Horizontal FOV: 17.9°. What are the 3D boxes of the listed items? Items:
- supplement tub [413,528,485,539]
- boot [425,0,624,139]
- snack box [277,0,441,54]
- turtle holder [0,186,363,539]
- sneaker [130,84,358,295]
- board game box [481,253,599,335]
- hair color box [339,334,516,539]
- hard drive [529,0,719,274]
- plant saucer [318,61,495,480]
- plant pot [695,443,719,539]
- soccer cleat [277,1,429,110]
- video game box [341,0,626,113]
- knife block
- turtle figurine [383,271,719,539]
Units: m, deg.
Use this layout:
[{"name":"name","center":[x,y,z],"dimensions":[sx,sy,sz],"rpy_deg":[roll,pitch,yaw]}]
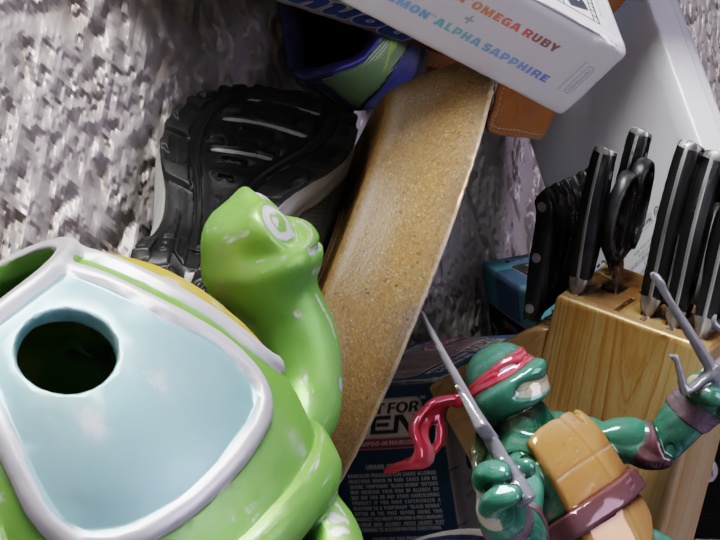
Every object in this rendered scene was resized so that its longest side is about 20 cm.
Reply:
[{"name":"supplement tub","center":[0.017,0.193,0.898],"dimensions":[0.200,0.145,0.145],"rpy_deg":[-20,104,-63]},{"name":"boot","center":[0.108,-0.132,1.080],"dimensions":[0.077,0.200,0.156],"rpy_deg":[-129,-132,-62]},{"name":"snack box","center":[-0.011,-0.143,0.951],"dimensions":[0.200,0.024,0.072],"rpy_deg":[13,73,-38]},{"name":"turtle holder","center":[-0.073,0.054,0.724],"dimensions":[0.132,0.185,0.141],"rpy_deg":[59,-8,-13]},{"name":"sneaker","center":[-0.052,-0.003,0.896],"dimensions":[0.200,0.074,0.079],"rpy_deg":[-69,168,-46]},{"name":"board game box","center":[0.107,0.098,1.130],"dimensions":[0.151,0.047,0.200],"rpy_deg":[-139,-140,-81]},{"name":"hair color box","center":[0.045,0.138,1.059],"dimensions":[0.100,0.060,0.200],"rpy_deg":[-21,104,-62]},{"name":"hard drive","center":[0.137,-0.053,1.150],"dimensions":[0.027,0.132,0.200],"rpy_deg":[-3,63,-27]},{"name":"plant saucer","center":[0.000,0.000,0.927],"dimensions":[0.200,0.035,0.200],"rpy_deg":[-159,-90,-85]},{"name":"plant pot","center":[0.241,0.065,1.341],"dimensions":[0.177,0.199,0.200],"rpy_deg":[-1,86,-53]},{"name":"soccer cleat","center":[-0.008,-0.170,1.005],"dimensions":[0.084,0.065,0.201],"rpy_deg":[1,85,-60]},{"name":"video game box","center":[0.005,-0.171,0.898],"dimensions":[0.182,0.047,0.200],"rpy_deg":[26,35,-34]},{"name":"knife block","center":[0.128,0.046,0.961],"dimensions":[0.200,0.175,0.064],"rpy_deg":[61,30,2]},{"name":"turtle figurine","center":[0.096,0.087,0.888],"dimensions":[0.150,0.101,0.200],"rpy_deg":[-32,88,-33]}]
